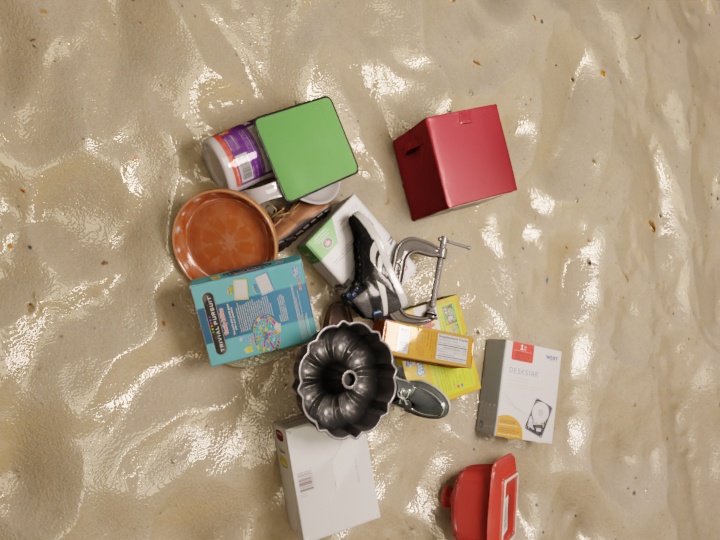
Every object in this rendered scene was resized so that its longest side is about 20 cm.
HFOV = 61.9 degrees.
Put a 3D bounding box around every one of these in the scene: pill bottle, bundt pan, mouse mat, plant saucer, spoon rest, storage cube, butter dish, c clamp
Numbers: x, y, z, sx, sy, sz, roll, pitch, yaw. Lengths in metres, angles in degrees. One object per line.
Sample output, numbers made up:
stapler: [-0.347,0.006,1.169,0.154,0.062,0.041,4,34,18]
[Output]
pill bottle: [-0.188,-0.231,1.138,0.198,0.111,0.113,-29,95,-24]
bundt pan: [-0.036,0.191,1.061,0.198,0.075,0.207,4,83,-31]
mouse mat: [-0.096,-0.231,1.126,0.199,0.007,0.164,-30,102,-40]
plant saucer: [-0.245,-0.050,1.096,0.196,0.032,0.204,2,111,6]
spoon rest: [-0.122,-0.159,1.123,0.197,0.060,0.101,-23,98,-26]
storage cube: [0.196,-0.221,1.253,0.196,0.170,0.184,-15,91,-21]
butter dish: [0.236,0.476,1.227,0.199,0.145,0.205,19,75,-63]
c clamp: [0.133,0.019,1.199,0.168,0.027,0.204,20,81,-23]

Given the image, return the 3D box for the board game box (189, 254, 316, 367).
board game box: [-0.187,0.070,1.071,0.196,0.047,0.154,-13,105,-8]

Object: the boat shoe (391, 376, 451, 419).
boat shoe: [0.077,0.242,1.162,0.061,0.197,0.074,-14,119,-58]

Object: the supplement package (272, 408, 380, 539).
supplement package: [-0.067,0.373,1.129,0.153,0.111,0.204,-9,87,-22]

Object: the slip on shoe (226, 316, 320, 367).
slip on shoe: [-0.173,0.129,1.143,0.196,0.061,0.075,-19,106,-8]

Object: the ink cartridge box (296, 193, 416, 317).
ink cartridge box: [-0.007,-0.025,1.203,0.146,0.084,0.201,-45,102,-18]

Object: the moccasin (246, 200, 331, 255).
moccasin: [-0.148,-0.095,1.165,0.201,0.074,0.078,-41,85,-16]

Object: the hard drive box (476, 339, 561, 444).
hard drive box: [0.347,0.264,1.316,0.153,0.077,0.204,12,81,-20]

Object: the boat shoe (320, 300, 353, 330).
boat shoe: [-0.034,0.161,1.178,0.073,0.075,0.207,-1,83,-20]

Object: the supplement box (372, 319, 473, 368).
supplement box: [0.121,0.146,1.168,0.196,0.066,0.070,15,77,-19]

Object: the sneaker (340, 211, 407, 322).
sneaker: [0.000,0.000,1.121,0.110,0.073,0.203,-27,91,-12]

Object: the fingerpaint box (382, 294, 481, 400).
fingerpaint box: [0.143,0.170,1.249,0.164,0.073,0.204,-15,90,-22]
